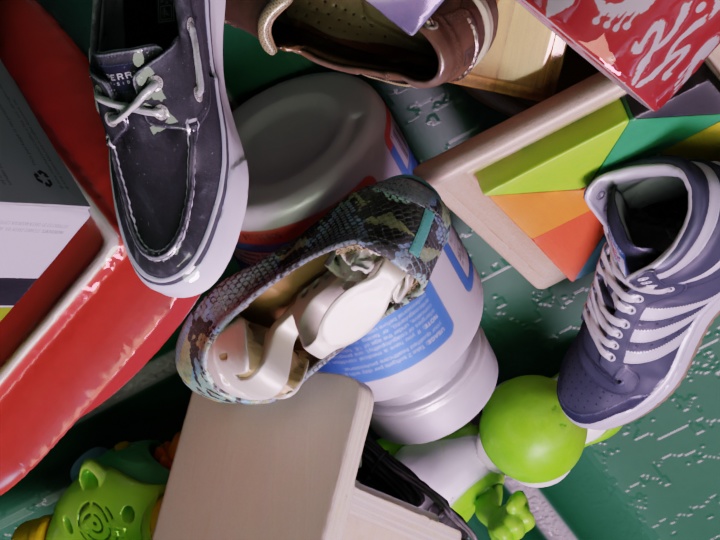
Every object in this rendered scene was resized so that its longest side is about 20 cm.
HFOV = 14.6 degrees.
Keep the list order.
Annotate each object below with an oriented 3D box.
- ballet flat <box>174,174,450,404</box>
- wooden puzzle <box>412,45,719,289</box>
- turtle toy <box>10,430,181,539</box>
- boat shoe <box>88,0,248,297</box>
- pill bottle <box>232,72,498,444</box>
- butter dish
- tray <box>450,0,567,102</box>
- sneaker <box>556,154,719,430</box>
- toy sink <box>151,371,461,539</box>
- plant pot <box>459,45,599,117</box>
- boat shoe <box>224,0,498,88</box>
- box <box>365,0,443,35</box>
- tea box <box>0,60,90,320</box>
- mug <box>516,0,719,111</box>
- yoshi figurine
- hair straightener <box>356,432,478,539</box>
[{"bbox_3d":[-0.032,0.025,1.423,0.074,0.074,0.200,27,132,-25],"label":"ballet flat"},{"bbox_3d":[0.145,-0.055,1.482,0.184,0.037,0.200,-27,154,15],"label":"wooden puzzle"},{"bbox_3d":[-0.100,0.163,1.646,0.145,0.101,0.200,-12,137,34],"label":"turtle toy"},{"bbox_3d":[-0.098,-0.089,1.334,0.071,0.201,0.068,-4,170,29],"label":"boat shoe"},{"bbox_3d":[0.000,0.000,1.518,0.112,0.113,0.200,-21,127,11],"label":"pill bottle"},{"bbox_3d":[-0.155,-0.010,1.472,0.200,0.200,0.148,-48,153,19],"label":"butter dish"},{"bbox_3d":[0.070,-0.187,1.393,0.098,0.037,0.201,12,120,-1],"label":"tray"},{"bbox_3d":[0.143,0.010,1.487,0.108,0.070,0.200,4,137,-43],"label":"sneaker"},{"bbox_3d":[-0.033,0.164,1.510,0.130,0.201,0.112,2,163,43],"label":"toy sink"},{"bbox_3d":[0.126,-0.150,1.465,0.199,0.028,0.201,-3,129,-4],"label":"plant pot"},{"bbox_3d":[-0.035,-0.141,1.379,0.201,0.075,0.075,17,124,14],"label":"boat shoe"},{"bbox_3d":[0.014,-0.254,1.275,0.198,0.123,0.200,36,119,-11],"label":"box"},{"bbox_3d":[-0.271,-0.044,1.375,0.197,0.200,0.133,-45,153,27],"label":"tea box"},{"bbox_3d":[0.173,-0.176,1.329,0.200,0.133,0.177,-51,136,4],"label":"mug"},{"bbox_3d":[0.058,0.112,1.622,0.199,0.112,0.113,-31,119,15],"label":"yoshi figurine"},{"bbox_3d":[-0.012,0.102,1.562,0.200,0.077,0.041,41,89,8],"label":"hair straightener"}]
